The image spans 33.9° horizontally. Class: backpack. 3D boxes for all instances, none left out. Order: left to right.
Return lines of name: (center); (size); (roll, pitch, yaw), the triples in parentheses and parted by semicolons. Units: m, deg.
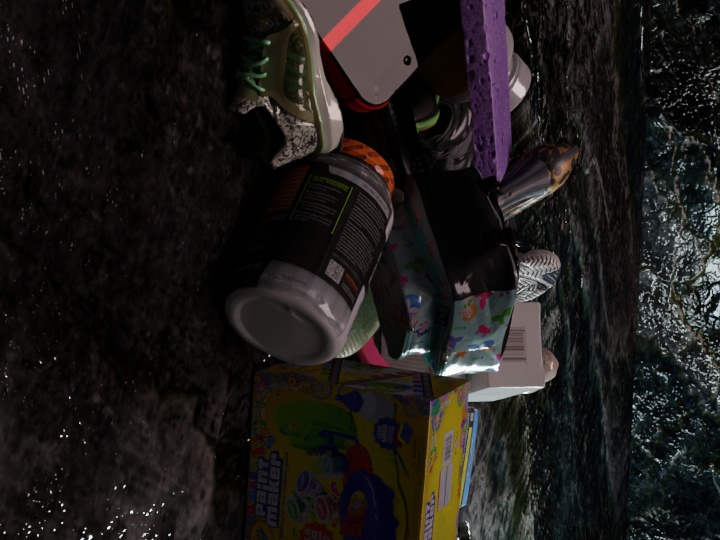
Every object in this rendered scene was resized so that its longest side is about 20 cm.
backpack: (0.087, 0.017, 1.235); (0.201, 0.148, 0.179); (82, -7, -50)

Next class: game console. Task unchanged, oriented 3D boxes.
game console: (0.019, -0.279, 1.179); (0.200, 0.031, 0.178); (-49, 119, -22)

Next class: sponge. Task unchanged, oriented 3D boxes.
sponge: (0.134, -0.201, 1.241); (0.112, 0.029, 0.203); (-59, 146, -61)

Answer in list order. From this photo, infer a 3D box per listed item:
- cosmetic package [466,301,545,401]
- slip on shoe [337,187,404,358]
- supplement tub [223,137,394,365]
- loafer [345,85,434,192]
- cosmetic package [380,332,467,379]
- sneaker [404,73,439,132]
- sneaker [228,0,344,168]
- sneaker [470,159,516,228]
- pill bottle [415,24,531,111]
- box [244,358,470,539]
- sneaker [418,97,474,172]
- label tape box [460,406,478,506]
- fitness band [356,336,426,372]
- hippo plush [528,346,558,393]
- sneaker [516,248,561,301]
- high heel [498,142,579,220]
cosmetic package: (0.169, 0.111, 1.559); (0.200, 0.080, 0.115); (143, -53, -75)
slip on shoe: (0.000, 0.000, 1.316); (0.074, 0.061, 0.203); (2, 107, -47)
supplement tub: (-0.041, -0.023, 1.123); (0.123, 0.121, 0.202); (71, 34, -47)
loafer: (0.034, -0.124, 1.337); (0.073, 0.070, 0.202); (-54, 135, -51)
cosmetic package: (0.083, 0.082, 1.492); (0.071, 0.100, 0.203); (-25, 120, -66)
sneaker: (0.063, -0.229, 1.415); (0.084, 0.076, 0.201); (54, 42, -30)
sneaker: (-0.081, -0.176, 1.053); (0.088, 0.077, 0.202); (-35, 120, -23)
sneaker: (0.175, -0.085, 1.577); (0.079, 0.075, 0.201); (27, 28, -36)
pill bottle: (0.102, -0.260, 1.328); (0.199, 0.110, 0.112); (38, 57, -33)
box: (-0.004, 0.204, 1.188); (0.122, 0.190, 0.203); (-11, 106, -66)
sneaker: (0.100, -0.144, 1.515); (0.113, 0.075, 0.202); (-1, 114, -50)
label tape box: (0.107, 0.258, 1.655); (0.200, 0.065, 0.145); (23, 75, -70)
fitness band: (0.064, 0.040, 1.383); (0.037, 0.142, 0.203); (140, -40, -71)
hippo plush: (0.215, 0.079, 1.743); (0.200, 0.157, 0.163); (-40, 133, -59)
sneaker: (0.180, -0.018, 1.606); (0.079, 0.198, 0.131); (44, 39, -30)
high heel: (0.167, -0.093, 1.360); (0.072, 0.142, 0.200); (60, -12, -5)
